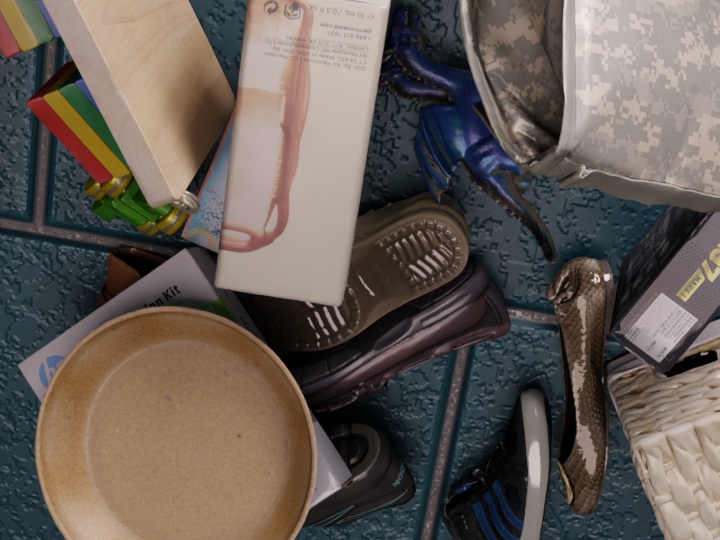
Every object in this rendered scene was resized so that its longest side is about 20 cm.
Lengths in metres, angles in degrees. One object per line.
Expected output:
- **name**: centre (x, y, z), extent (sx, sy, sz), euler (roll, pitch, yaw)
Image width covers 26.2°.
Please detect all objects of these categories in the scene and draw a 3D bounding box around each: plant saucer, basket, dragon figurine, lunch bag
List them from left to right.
- **plant saucer**: centre (-0.123, 0.122, 1.058), extent (0.200, 0.035, 0.200), euler (1, 94, 12)
- **dragon figurine**: centre (0.069, -0.084, 1.051), extent (0.099, 0.059, 0.200), euler (-10, 74, -8)
- **lunch bag**: centre (0.153, -0.128, 0.931), extent (0.164, 0.200, 0.118), euler (10, 153, -32)
- **basket**: centre (0.275, 0.153, 1.131), extent (0.136, 0.123, 0.200), euler (-21, 108, 13)

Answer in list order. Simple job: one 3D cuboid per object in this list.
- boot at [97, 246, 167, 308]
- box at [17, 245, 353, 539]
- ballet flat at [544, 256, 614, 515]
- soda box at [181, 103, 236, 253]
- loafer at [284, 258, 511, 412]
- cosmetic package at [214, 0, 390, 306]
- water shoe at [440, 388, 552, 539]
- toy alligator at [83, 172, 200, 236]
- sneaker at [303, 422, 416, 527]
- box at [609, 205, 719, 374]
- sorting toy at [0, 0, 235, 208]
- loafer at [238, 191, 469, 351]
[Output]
- **boot**: centre (-0.120, 0.077, 1.149), extent (0.200, 0.077, 0.155), euler (22, 110, 28)
- **box**: centre (-0.124, 0.107, 1.097), extent (0.156, 0.041, 0.200), euler (-34, 85, 12)
- **ballet flat**: centre (0.158, 0.087, 1.144), extent (0.046, 0.067, 0.200), euler (-3, 108, -8)
- **soda box**: centre (-0.058, -0.105, 1.084), extent (0.064, 0.068, 0.200), euler (24, 112, -5)
- **loafer**: centre (0.019, 0.067, 1.152), extent (0.200, 0.072, 0.063), euler (-31, 111, 14)
- **cosmetic package**: centre (-0.037, -0.091, 0.995), extent (0.087, 0.103, 0.200), euler (8, 112, -1)
- **water shoe**: centre (0.101, 0.182, 1.189), extent (0.079, 0.072, 0.200), euler (7, 113, 5)
- **toy alligator**: centre (-0.140, -0.062, 1.073), extent (0.059, 0.200, 0.054), euler (35, 75, -22)
- **sneaker**: centre (-0.050, 0.179, 1.201), extent (0.200, 0.075, 0.079), euler (-17, 142, 28)
- **box**: centre (0.247, -0.041, 1.032), extent (0.051, 0.158, 0.200), euler (37, 111, -1)
- **sorting toy**: centre (-0.170, -0.154, 1.003), extent (0.070, 0.200, 0.199), euler (-20, 109, 15)
- **loafer**: centre (0.000, 0.000, 1.127), extent (0.200, 0.068, 0.076), euler (-20, 108, 30)
